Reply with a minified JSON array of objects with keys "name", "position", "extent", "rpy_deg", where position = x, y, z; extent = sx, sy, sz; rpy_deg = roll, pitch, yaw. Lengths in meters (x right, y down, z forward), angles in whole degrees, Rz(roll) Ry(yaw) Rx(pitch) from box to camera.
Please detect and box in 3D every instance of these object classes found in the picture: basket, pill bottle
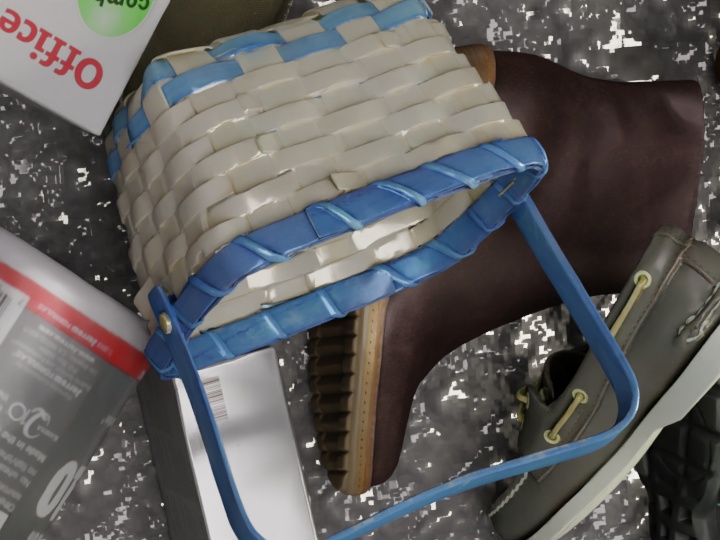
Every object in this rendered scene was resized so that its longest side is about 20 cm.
[{"name":"basket","position":[0.000,0.000,1.157],"extent":[0.176,0.139,0.201],"rpy_deg":[-17,71,-25]},{"name":"pill bottle","position":[-0.179,0.081,1.199],"extent":[0.114,0.114,0.201],"rpy_deg":[33,86,-17]}]

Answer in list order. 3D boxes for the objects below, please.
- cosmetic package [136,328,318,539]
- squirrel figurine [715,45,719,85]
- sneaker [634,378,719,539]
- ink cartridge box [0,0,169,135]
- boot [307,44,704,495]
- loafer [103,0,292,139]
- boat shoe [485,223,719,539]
[{"name":"cosmetic package","position":[-0.046,0.129,1.262],"extent":[0.050,0.082,0.201],"rpy_deg":[-15,100,-18]},{"name":"squirrel figurine","position":[0.223,-0.101,1.260],"extent":[0.141,0.200,0.187],"rpy_deg":[-23,111,-9]},{"name":"sneaker","position":[0.168,0.097,1.335],"extent":[0.079,0.075,0.201],"rpy_deg":[-13,112,-27]},{"name":"ink cartridge box","position":[-0.144,-0.183,1.144],"extent":[0.146,0.146,0.201],"rpy_deg":[29,87,-43]},{"name":"boot","position":[0.068,0.004,1.289],"extent":[0.165,0.072,0.201],"rpy_deg":[5,95,-19]},{"name":"loafer","position":[-0.063,-0.129,1.236],"extent":[0.075,0.070,0.201],"rpy_deg":[9,93,-18]},{"name":"boat shoe","position":[0.105,0.054,1.266],"extent":[0.060,0.202,0.072],"rpy_deg":[42,45,5]}]
